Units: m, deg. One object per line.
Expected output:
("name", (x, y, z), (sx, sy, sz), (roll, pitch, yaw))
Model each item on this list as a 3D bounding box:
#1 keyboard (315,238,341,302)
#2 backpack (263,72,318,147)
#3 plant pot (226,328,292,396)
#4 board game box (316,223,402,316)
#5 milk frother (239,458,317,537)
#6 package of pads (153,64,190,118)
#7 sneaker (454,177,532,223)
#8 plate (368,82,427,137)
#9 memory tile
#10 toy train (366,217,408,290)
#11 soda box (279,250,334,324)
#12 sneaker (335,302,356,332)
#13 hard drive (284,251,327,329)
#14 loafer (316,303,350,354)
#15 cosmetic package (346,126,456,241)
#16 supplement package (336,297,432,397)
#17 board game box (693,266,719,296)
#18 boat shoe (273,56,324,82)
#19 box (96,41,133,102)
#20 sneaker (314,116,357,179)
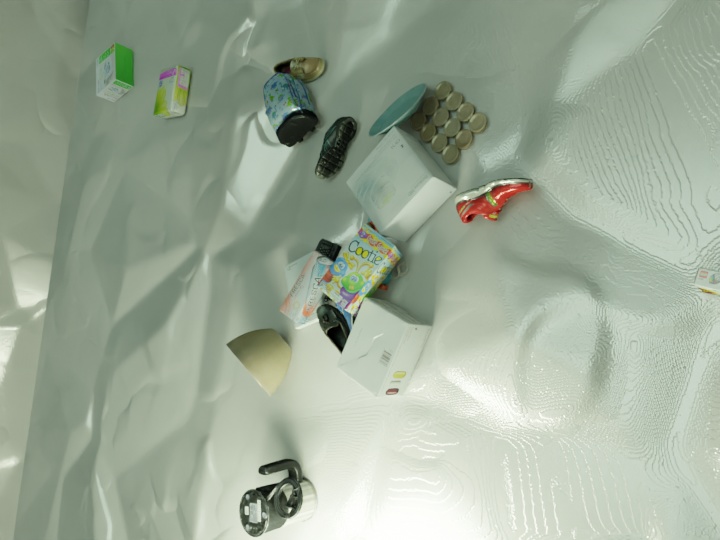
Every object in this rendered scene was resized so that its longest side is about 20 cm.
("keyboard", (-0.109, 0.016, 1.586), (0.127, 0.021, 0.201), (23, 88, 27))
("backpack", (-0.226, -0.525, 1.731), (0.163, 0.153, 0.201), (-29, 53, 39))
("plant pot", (-0.282, 0.251, 1.625), (0.134, 0.201, 0.200), (-41, 51, -16))
("board game box", (0.000, 0.000, 1.394), (0.103, 0.105, 0.200), (37, 89, 20))
("milk frother", (-0.184, 0.615, 1.462), (0.199, 0.188, 0.182), (11, 91, 39))
("package of pads", (-0.769, -0.729, 2.242), (0.154, 0.068, 0.202), (6, 87, 41))
("sneaker", (0.314, -0.159, 1.270), (0.199, 0.077, 0.086), (-18, 83, 43))
("plate", (0.103, -0.417, 1.449), (0.200, 0.026, 0.201), (-38, 22, 18))
("memory tile", (0.223, -0.379, 1.407), (0.153, 0.017, 0.200), (-49, 57, 22))
("toy train", (0.039, -0.047, 1.476), (0.150, 0.055, 0.201), (-44, 58, 26))
("soda box", (-0.143, 0.049, 1.548), (0.068, 0.064, 0.201), (31, 92, 29))
("sneaker", (-0.018, 0.103, 1.496), (0.089, 0.078, 0.201), (-29, 69, 57))
("hard drive", (-0.162, 0.060, 1.641), (0.131, 0.027, 0.201), (-25, 67, 33))
("loafer", (-0.063, 0.168, 1.505), (0.072, 0.063, 0.200), (-49, 64, 18))
("cosmetic package", (0.101, -0.219, 1.412), (0.199, 0.123, 0.201), (-46, 59, 24))
("supplement package", (0.059, 0.193, 1.383), (0.155, 0.111, 0.201), (29, 102, 39))
("board game box", (0.670, 0.042, 0.899), (0.199, 0.126, 0.035), (19, 94, 40))
("boat shoe", (-0.201, -0.649, 1.765), (0.199, 0.066, 0.075), (2, 84, 39))
("box", (-1.153, -0.927, 2.573), (0.176, 0.096, 0.202), (-16, 74, 34))
("sneaker", (-0.079, -0.365, 1.627), (0.201, 0.075, 0.079), (-59, 39, 7))
